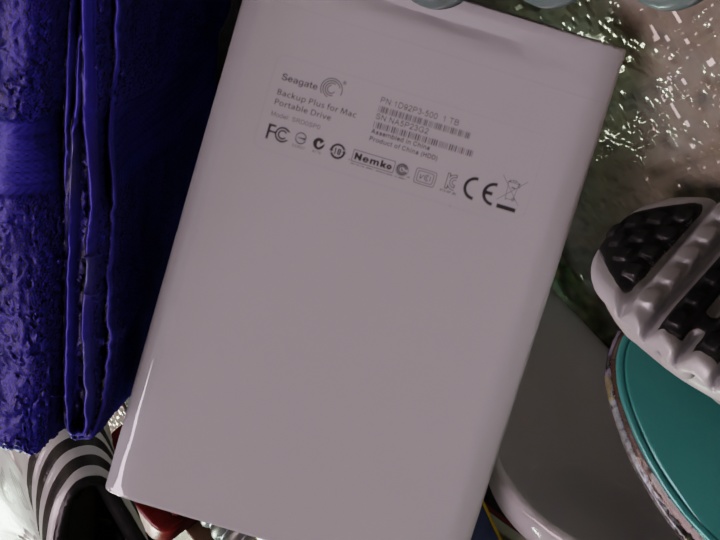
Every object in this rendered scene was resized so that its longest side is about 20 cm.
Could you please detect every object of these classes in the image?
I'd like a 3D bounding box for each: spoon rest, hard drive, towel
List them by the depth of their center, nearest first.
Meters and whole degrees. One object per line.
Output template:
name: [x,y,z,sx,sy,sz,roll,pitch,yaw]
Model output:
hard drive: [0.000,0.000,0.645,0.131,0.202,0.026,17,-170,-2]
towel: [-0.082,-0.048,0.652,0.049,0.148,0.202,16,117,17]
spoon rest: [0.066,0.045,0.721,0.200,0.099,0.061,48,132,40]

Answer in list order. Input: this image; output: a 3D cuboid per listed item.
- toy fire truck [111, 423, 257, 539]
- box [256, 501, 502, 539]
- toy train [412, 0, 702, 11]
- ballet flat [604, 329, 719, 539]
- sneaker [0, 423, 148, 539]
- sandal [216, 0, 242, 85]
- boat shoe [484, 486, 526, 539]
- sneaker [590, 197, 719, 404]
toy fire truck: [-0.065,0.134,0.933,0.176,0.128,0.200,49,158,13]
box: [0.029,0.148,0.770,0.064,0.070,0.201,26,155,37]
toy train: [0.067,-0.139,0.537,0.199,0.085,0.115,11,117,54]
ballet flat: [0.161,0.097,0.653,0.200,0.072,0.072,46,150,19]
sneaker: [-0.152,0.129,0.906,0.201,0.075,0.116,107,147,-56]
sandal: [-0.037,-0.125,0.739,0.076,0.045,0.200,61,159,16]
boat shoe: [0.092,0.107,0.763,0.199,0.063,0.071,31,161,36]
sneaker: [0.157,0.044,0.600,0.199,0.075,0.081,34,154,34]
